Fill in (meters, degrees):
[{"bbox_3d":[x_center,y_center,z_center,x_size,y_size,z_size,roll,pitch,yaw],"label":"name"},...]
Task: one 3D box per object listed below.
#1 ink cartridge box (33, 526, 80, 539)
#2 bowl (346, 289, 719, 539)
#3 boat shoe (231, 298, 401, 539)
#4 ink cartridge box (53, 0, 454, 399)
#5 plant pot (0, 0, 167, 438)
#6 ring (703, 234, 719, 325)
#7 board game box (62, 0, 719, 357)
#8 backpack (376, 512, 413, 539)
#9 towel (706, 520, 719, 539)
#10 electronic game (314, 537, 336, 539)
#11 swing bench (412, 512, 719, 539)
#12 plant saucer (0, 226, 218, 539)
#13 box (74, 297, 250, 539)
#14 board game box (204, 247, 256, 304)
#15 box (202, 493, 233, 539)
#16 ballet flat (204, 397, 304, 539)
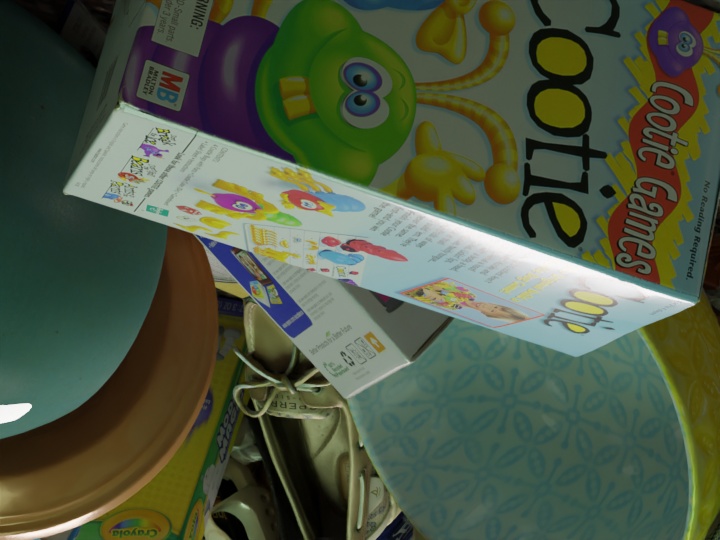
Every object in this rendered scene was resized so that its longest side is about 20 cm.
[{"bbox_3d":[-0.203,0.041,1.058,0.144,0.148,0.200,35,162,-21],"label":"ink cartridge box"},{"bbox_3d":[0.095,0.042,0.914,0.107,0.201,0.199,-27,-166,-39],"label":"bowl"},{"bbox_3d":[-0.022,0.081,1.142,0.073,0.063,0.201,4,133,32],"label":"boat shoe"},{"bbox_3d":[-0.050,-0.034,0.865,0.200,0.037,0.095,45,159,-3],"label":"ink cartridge box"},{"bbox_3d":[-0.174,-0.021,0.813,0.160,0.202,0.200,24,161,-40],"label":"plant pot"},{"bbox_3d":[0.220,0.027,0.966,0.199,0.019,0.201,12,164,4],"label":"ring"},{"bbox_3d":[0.014,-0.056,0.708,0.199,0.104,0.105,18,163,-14],"label":"board game box"},{"bbox_3d":[0.003,0.206,1.378,0.154,0.191,0.200,38,178,-6],"label":"backpack"},{"bbox_3d":[0.213,0.123,0.929,0.199,0.193,0.035,-7,-138,-37],"label":"towel"},{"bbox_3d":[0.052,0.198,1.010,0.200,0.042,0.200,37,167,10],"label":"electronic game"},{"bbox_3d":[0.126,0.120,1.099,0.197,0.131,0.200,2,163,1],"label":"swing bench"},{"bbox_3d":[-0.162,0.019,0.923,0.199,0.201,0.037,14,161,-2],"label":"plant saucer"},{"bbox_3d":[-0.136,0.102,1.172,0.117,0.201,0.048,9,150,13],"label":"box"},{"bbox_3d":[0.000,0.000,1.023,0.199,0.035,0.135,24,161,-30],"label":"board game box"},{"bbox_3d":[-0.118,0.129,1.289,0.159,0.201,0.049,27,118,-39],"label":"box"},{"bbox_3d":[-0.066,0.125,1.222,0.068,0.201,0.068,1,146,-38],"label":"ballet flat"}]
